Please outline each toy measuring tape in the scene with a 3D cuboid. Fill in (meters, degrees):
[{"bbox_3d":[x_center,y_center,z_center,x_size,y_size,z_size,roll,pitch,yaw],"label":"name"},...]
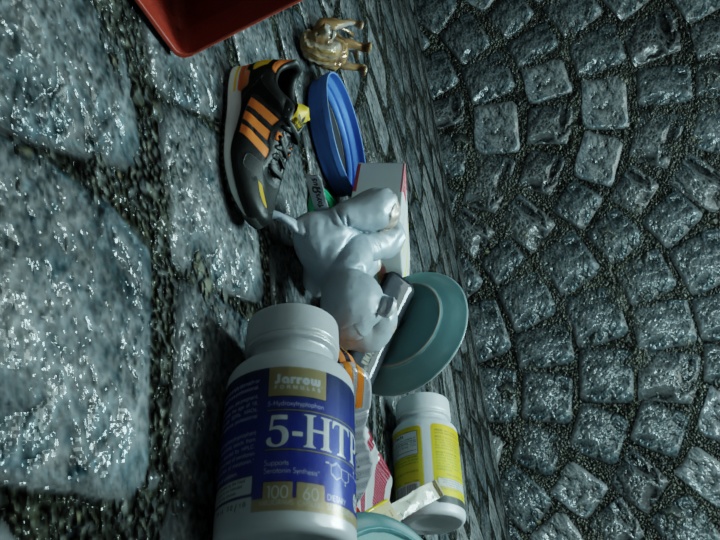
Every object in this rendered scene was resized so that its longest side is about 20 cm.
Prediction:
[{"bbox_3d":[0.019,0.299,0.828,0.197,0.072,0.076,-12,90,-46],"label":"toy measuring tape"}]

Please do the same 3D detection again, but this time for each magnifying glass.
[{"bbox_3d":[-0.041,-0.086,1.086,0.200,0.022,0.082,-30,108,-73],"label":"magnifying glass"}]

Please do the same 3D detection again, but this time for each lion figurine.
[{"bbox_3d":[-0.048,-0.382,1.183,0.201,0.119,0.074,-107,-150,-61],"label":"lion figurine"}]

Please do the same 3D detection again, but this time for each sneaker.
[{"bbox_3d":[-0.038,0.168,0.774,0.112,0.076,0.206,41,-54,57],"label":"sneaker"},{"bbox_3d":[-0.097,-0.147,0.768,0.070,0.087,0.206,50,31,-61],"label":"sneaker"}]

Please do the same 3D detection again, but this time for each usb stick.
[{"bbox_3d":[0.017,0.095,0.957,0.055,0.032,0.203,38,64,-24],"label":"usb stick"}]

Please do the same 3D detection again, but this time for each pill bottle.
[{"bbox_3d":[0.108,0.313,1.161,0.115,0.111,0.205,60,24,-51],"label":"pill bottle"},{"bbox_3d":[-0.062,0.139,0.617,0.120,0.116,0.205,59,23,-52],"label":"pill bottle"}]

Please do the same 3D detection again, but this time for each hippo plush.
[{"bbox_3d":[0.000,0.000,0.823,0.163,0.156,0.201,63,2,34],"label":"hippo plush"}]

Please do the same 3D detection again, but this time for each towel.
[{"bbox_3d":[0.009,0.293,0.973,0.146,0.022,0.203,-83,157,-50],"label":"towel"}]

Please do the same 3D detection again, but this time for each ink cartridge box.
[{"bbox_3d":[0.034,-0.045,1.124,0.147,0.081,0.204,-82,169,-47],"label":"ink cartridge box"}]

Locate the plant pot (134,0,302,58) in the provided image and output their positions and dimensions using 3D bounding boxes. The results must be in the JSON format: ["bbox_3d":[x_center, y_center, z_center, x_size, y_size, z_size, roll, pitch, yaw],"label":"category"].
[{"bbox_3d":[-0.134,-0.354,0.618,0.201,0.195,0.180,53,17,-59],"label":"plant pot"}]

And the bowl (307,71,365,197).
[{"bbox_3d":[-0.037,-0.218,1.164,0.200,0.038,0.207,-13,91,-76],"label":"bowl"}]

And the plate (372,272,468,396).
[{"bbox_3d":[0.059,0.080,0.997,0.026,0.196,0.204,45,32,-38],"label":"plate"}]

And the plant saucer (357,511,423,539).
[{"bbox_3d":[0.023,0.346,0.719,0.196,0.027,0.205,19,50,-23],"label":"plant saucer"}]
